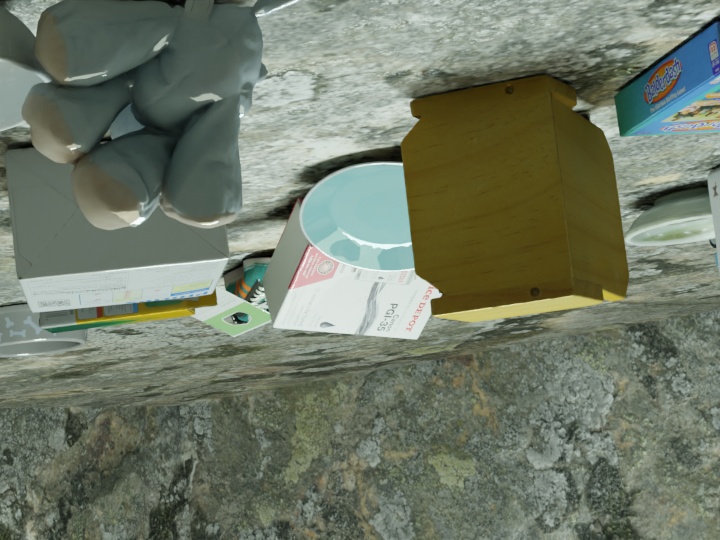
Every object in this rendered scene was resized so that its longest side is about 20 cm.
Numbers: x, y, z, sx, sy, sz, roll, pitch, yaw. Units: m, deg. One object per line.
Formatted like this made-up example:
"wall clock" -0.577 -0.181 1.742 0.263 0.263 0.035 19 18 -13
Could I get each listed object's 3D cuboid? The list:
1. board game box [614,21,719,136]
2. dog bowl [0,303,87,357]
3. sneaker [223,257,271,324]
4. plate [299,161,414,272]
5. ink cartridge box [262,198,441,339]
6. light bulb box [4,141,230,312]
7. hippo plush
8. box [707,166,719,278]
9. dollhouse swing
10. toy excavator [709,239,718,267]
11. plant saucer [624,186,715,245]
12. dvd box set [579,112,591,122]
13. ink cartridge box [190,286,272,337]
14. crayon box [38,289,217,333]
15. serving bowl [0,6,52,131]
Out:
"board game box" 0.338 -0.170 1.222 0.151 0.045 0.200 -5 170 -16
"dog bowl" -0.525 0.097 2.169 0.198 0.059 0.200 -6 171 -1
"sneaker" -0.143 0.030 1.962 0.071 0.081 0.200 -3 170 -22
"plate" 0.032 -0.063 1.492 0.198 0.026 0.201 1 145 1
"ink cartridge box" 0.000 0.000 1.642 0.198 0.083 0.147 6 133 -24
"light bulb box" -0.237 -0.042 1.333 0.196 0.126 0.200 -6 171 -12
"hippo plush" -0.136 -0.132 0.902 0.158 0.201 0.161 19 -170 -15
"box" 0.544 -0.049 1.622 0.170 0.202 0.199 -2 171 -17
"dollhouse swing" 0.149 -0.055 1.282 0.180 0.202 0.176 -9 169 13
"toy excavator" 0.581 0.015 2.034 0.099 0.202 0.194 -4 170 -13
"plant saucer" 0.454 -0.077 1.850 0.198 0.051 0.200 -6 171 -1
"dvd box set" 0.159 -0.119 1.449 0.145 0.030 0.200 -7 170 -1
"ink cartridge box" -0.208 0.013 1.686 0.199 0.048 0.145 25 157 -22
"crayon box" -0.260 -0.006 1.528 0.198 0.127 0.052 -7 171 2
"serving bowl" -0.300 -0.139 0.882 0.198 0.066 0.200 -7 171 -1
